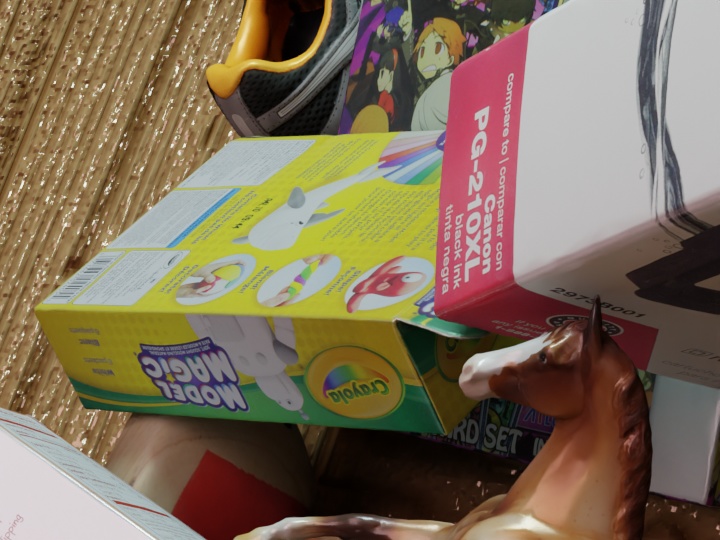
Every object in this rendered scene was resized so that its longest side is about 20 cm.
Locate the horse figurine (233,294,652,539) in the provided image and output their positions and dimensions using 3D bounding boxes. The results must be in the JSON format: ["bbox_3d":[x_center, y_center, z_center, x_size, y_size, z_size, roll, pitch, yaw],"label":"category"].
[{"bbox_3d":[0.041,0.123,0.711,0.132,0.050,0.201,-21,78,16],"label":"horse figurine"}]

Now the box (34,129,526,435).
[{"bbox_3d":[0.000,0.000,0.858,0.199,0.049,0.117,-1,33,46],"label":"box"}]

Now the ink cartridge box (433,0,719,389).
[{"bbox_3d":[0.132,-0.030,0.704,0.200,0.144,0.085,-25,56,58],"label":"ink cartridge box"}]

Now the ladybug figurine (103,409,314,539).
[{"bbox_3d":[-0.074,0.123,0.923,0.136,0.072,0.201,111,-176,-81],"label":"ladybug figurine"}]

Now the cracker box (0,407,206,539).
[{"bbox_3d":[-0.082,0.145,0.809,0.200,0.058,0.134,31,92,27],"label":"cracker box"}]

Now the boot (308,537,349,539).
[{"bbox_3d":[0.003,0.185,0.845,0.156,0.077,0.200,-55,49,6],"label":"boot"}]

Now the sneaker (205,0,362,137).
[{"bbox_3d":[-0.001,-0.127,1.035,0.078,0.077,0.201,-3,61,43],"label":"sneaker"}]

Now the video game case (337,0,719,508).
[{"bbox_3d":[0.067,-0.024,0.900,0.199,0.036,0.182,11,90,45],"label":"video game case"}]
